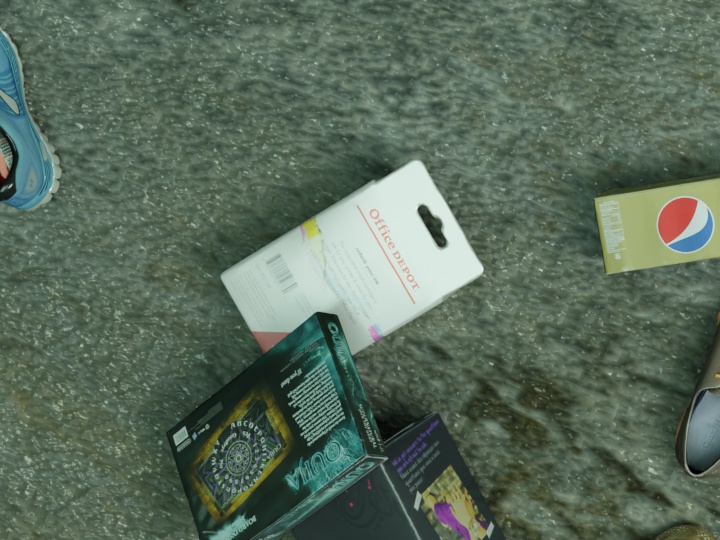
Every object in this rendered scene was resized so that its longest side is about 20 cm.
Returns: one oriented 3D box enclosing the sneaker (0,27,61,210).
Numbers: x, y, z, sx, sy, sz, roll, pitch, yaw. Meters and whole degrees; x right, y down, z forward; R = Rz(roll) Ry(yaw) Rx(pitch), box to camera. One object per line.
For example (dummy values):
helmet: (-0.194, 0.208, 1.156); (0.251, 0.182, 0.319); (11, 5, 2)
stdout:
sneaker: (-0.326, -0.145, 1.839); (0.078, 0.090, 0.200); (-30, 88, 15)

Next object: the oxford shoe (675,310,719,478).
oxford shoe: (0.308, 0.077, 1.714); (0.071, 0.073, 0.200); (21, 101, 10)

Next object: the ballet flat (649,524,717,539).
ballet flat: (0.205, 0.273, 1.768); (0.200, 0.065, 0.071); (-38, 86, 15)

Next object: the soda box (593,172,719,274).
soda box: (0.290, -0.045, 1.708); (0.200, 0.068, 0.064); (-8, 95, 15)

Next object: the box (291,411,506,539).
box: (0.042, 0.237, 1.768); (0.122, 0.106, 0.200); (-29, 88, 37)

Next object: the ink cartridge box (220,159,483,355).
ink cartridge box: (0.000, 0.000, 1.786); (0.200, 0.067, 0.117); (-30, 89, 17)

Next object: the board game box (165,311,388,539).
board game box: (-0.071, 0.142, 1.753); (0.200, 0.028, 0.135); (-38, 58, 32)
